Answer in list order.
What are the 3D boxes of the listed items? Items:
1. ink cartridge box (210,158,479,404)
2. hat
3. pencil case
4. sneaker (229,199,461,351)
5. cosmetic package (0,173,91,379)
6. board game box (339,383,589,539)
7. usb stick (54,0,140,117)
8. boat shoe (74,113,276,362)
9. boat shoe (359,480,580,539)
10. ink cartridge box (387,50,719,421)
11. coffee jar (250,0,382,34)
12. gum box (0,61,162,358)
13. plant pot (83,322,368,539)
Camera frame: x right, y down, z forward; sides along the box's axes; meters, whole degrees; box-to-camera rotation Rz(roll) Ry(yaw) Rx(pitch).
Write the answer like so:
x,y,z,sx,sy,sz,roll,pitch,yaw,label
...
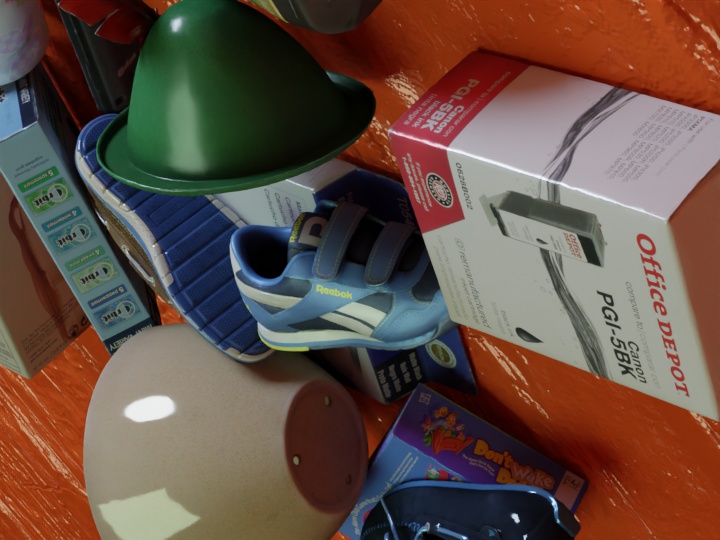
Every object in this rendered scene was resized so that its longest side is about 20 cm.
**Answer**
x,y,z,sx,sy,sz,roll,pitch,yaw,label
-0.025,-0.002,1.485,0.199,0.041,0.200,22,144,40,ink cartridge box
-0.089,-0.153,1.252,0.165,0.200,0.177,4,119,24,hat
-0.255,-0.214,1.477,0.083,0.091,0.200,21,148,10,pencil case
0.000,0.000,1.368,0.199,0.074,0.083,-8,126,34,sneaker
-0.305,-0.020,1.811,0.103,0.087,0.201,26,148,36,cosmetic package
0.065,0.166,1.546,0.134,0.045,0.200,31,152,1,board game box
-0.182,-0.189,1.442,0.032,0.056,0.201,4,136,21,usb stick
-0.120,-0.016,1.492,0.200,0.072,0.072,54,161,12,boat shoe
0.057,0.181,1.456,0.084,0.069,0.200,41,151,-17,boat shoe
0.127,-0.021,1.192,0.199,0.083,0.147,20,142,42,ink cartridge box
-0.072,-0.205,1.222,0.199,0.085,0.105,27,157,34,coffee jar
-0.210,-0.051,1.589,0.201,0.044,0.170,62,-178,-30,gum box
-0.073,0.129,1.511,0.134,0.201,0.201,-10,122,37,plant pot
